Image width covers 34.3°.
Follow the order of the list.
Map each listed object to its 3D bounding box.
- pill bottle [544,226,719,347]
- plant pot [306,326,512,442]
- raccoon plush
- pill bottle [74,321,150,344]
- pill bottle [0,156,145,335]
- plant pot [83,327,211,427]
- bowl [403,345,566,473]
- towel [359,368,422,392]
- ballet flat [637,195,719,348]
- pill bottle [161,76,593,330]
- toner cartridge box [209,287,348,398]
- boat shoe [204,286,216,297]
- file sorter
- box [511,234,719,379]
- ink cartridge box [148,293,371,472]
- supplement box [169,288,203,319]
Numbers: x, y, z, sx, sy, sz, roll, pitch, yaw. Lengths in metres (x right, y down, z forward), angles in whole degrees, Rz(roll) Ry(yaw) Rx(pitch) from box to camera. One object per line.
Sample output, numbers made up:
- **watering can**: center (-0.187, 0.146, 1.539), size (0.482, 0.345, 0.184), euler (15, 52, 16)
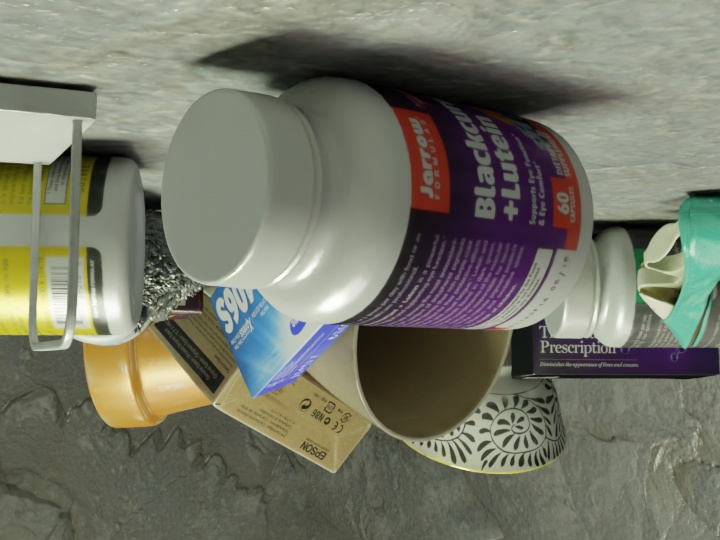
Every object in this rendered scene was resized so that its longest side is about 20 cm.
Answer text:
- **pill bottle**: center (0.276, 0.016, 1.092), size (0.197, 0.115, 0.113), euler (0, 175, -5)
- **plant pot**: center (-0.001, 0.028, 1.010), size (0.186, 0.190, 0.199), euler (4, -173, -43)
- **raccoon plush**: center (-0.147, -0.033, 0.928), size (0.198, 0.097, 0.134), euler (-30, 172, -22)
- **pill bottle**: center (-0.261, 0.021, 1.191), size (0.107, 0.111, 0.200), euler (1, 175, -9)
- **pill bottle**: center (-0.237, -0.016, 0.724), size (0.197, 0.113, 0.111), euler (1, 175, -5)
- **plant pot**: center (-0.205, 0.081, 1.379), size (0.180, 0.204, 0.200), euler (-3, 175, 9)
- **bowl**: center (0.131, 0.123, 1.255), size (0.197, 0.096, 0.201), euler (6, -157, -2)
- **towel**: center (0.031, 0.065, 1.145), size (0.142, 0.023, 0.200), euler (13, -157, 24)
- **ballet flat**: center (0.264, -0.001, 0.957), size (0.069, 0.068, 0.201), euler (11, 152, 8)
- **pill bottle**: center (0.010, -0.030, 0.554), size (0.198, 0.113, 0.111), euler (4, 174, -42)
- **toner cartridge box**: center (-0.058, 0.022, 0.900), size (0.043, 0.096, 0.200), euler (-20, 166, -28)
- **boat shoe**: center (-0.129, 0.001, 1.167), size (0.073, 0.062, 0.200), euler (38, 178, -8)
- **file sorter**: center (-0.242, -0.022, 0.573), size (0.197, 0.127, 0.138), euler (2, 176, -24)
- **box**: center (0.256, 0.038, 1.187), size (0.197, 0.144, 0.079), euler (1, 171, -10)
- **ink cartridge box**: center (-0.104, 0.109, 1.217), size (0.199, 0.075, 0.164), euler (38, 179, -42)
- **supplement box**: center (-0.243, -0.003, 1.033), size (0.197, 0.087, 0.110), euler (2, 175, -16)
